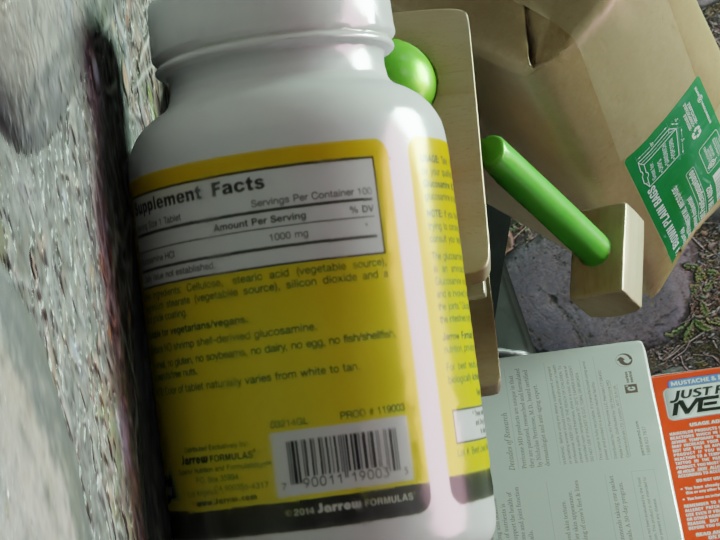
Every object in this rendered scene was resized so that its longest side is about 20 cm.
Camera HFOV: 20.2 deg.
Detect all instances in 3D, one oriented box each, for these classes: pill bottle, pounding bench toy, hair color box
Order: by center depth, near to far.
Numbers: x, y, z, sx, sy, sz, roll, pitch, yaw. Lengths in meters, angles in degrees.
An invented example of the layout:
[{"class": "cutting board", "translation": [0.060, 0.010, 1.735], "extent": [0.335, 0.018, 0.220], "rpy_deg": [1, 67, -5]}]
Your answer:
[{"class": "pill bottle", "translation": [-0.020, 0.002, 0.698], "extent": [0.112, 0.112, 0.201], "rpy_deg": [53, 30, -86]}, {"class": "pounding bench toy", "translation": [0.028, -0.029, 0.878], "extent": [0.156, 0.199, 0.125], "rpy_deg": [80, 5, -65]}, {"class": "hair color box", "translation": [0.189, 0.160, 1.018], "extent": [0.111, 0.064, 0.200], "rpy_deg": [79, 6, -48]}]

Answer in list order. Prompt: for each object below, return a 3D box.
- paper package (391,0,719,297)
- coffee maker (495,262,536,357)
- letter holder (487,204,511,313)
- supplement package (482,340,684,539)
[{"class": "paper package", "translation": [0.083, -0.108, 1.005], "extent": [0.190, 0.104, 0.200], "rpy_deg": [34, -12, 40]}, {"class": "coffee maker", "translation": [0.062, 0.008, 1.477], "extent": [0.135, 0.191, 0.200], "rpy_deg": [91, -13, -58]}, {"class": "letter holder", "translation": [0.000, 0.000, 1.212], "extent": [0.100, 0.142, 0.201], "rpy_deg": [2, 99, -57]}, {"class": "supplement package", "translation": [0.056, 0.150, 1.019], "extent": [0.151, 0.199, 0.152], "rpy_deg": [81, 3, -50]}]
